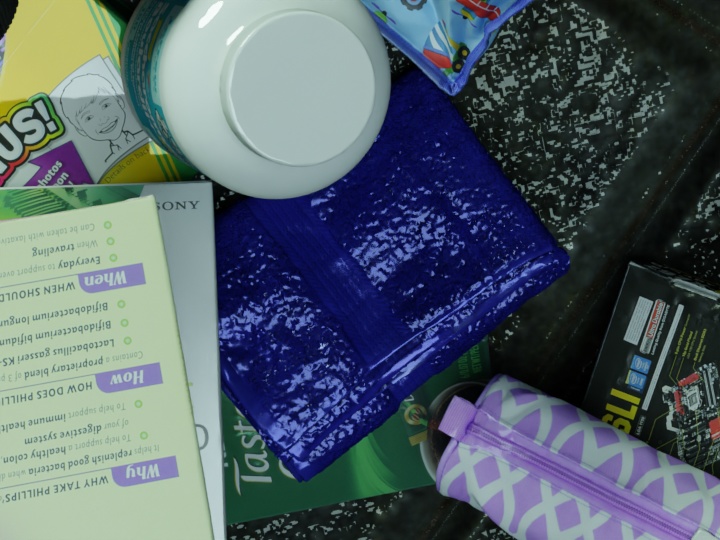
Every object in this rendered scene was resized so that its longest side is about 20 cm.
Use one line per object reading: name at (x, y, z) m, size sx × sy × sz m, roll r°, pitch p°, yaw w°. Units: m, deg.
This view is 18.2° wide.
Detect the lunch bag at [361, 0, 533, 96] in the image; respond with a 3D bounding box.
lunch bag at (0.003, -0.210, 1.139) m, size 0.199 × 0.151 × 0.094 m, roll 30°, pitch 135°, yaw -10°

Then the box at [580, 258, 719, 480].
box at (0.199, 0.113, 1.279) m, size 0.159 × 0.049 × 0.201 m, roll 20°, pitch 98°, yaw 21°

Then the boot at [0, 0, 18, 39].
boot at (-0.240, -0.180, 1.110) m, size 0.137 × 0.201 × 0.078 m, roll -5°, pitch 134°, yaw -1°

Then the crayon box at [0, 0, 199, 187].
crayon box at (-0.192, -0.066, 1.214) m, size 0.172 × 0.058 × 0.200 m, roll 37°, pitch 100°, yaw -17°

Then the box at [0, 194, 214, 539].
box at (-0.172, 0.077, 1.106) m, size 0.175 × 0.097 × 0.201 m, roll -10°, pitch 89°, yaw -9°

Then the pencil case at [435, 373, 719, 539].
pencil case at (0.138, 0.130, 1.225) m, size 0.199 × 0.085 × 0.084 m, roll 25°, pitch 91°, yaw 14°

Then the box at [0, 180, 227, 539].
box at (-0.144, 0.055, 1.176) m, size 0.143 × 0.036 × 0.202 m, roll -3°, pitch 88°, yaw -9°

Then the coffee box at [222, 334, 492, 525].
coffee box at (-0.022, 0.074, 1.290) m, size 0.199 × 0.044 × 0.124 m, roll -9°, pitch 110°, yaw -4°

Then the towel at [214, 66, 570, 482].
towel at (0.000, 0.000, 1.231) m, size 0.200 × 0.050 × 0.148 m, roll -38°, pitch 89°, yaw -5°

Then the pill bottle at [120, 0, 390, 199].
pill bottle at (-0.050, -0.095, 1.093) m, size 0.110 × 0.200 × 0.112 m, roll -2°, pitch 98°, yaw -14°
